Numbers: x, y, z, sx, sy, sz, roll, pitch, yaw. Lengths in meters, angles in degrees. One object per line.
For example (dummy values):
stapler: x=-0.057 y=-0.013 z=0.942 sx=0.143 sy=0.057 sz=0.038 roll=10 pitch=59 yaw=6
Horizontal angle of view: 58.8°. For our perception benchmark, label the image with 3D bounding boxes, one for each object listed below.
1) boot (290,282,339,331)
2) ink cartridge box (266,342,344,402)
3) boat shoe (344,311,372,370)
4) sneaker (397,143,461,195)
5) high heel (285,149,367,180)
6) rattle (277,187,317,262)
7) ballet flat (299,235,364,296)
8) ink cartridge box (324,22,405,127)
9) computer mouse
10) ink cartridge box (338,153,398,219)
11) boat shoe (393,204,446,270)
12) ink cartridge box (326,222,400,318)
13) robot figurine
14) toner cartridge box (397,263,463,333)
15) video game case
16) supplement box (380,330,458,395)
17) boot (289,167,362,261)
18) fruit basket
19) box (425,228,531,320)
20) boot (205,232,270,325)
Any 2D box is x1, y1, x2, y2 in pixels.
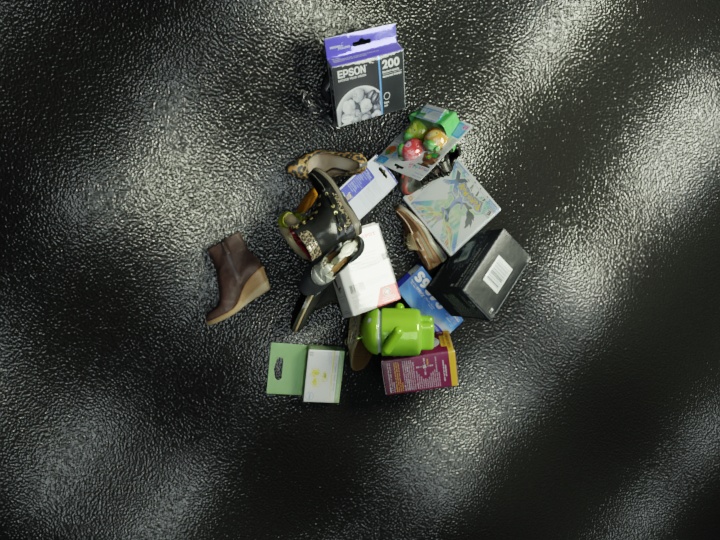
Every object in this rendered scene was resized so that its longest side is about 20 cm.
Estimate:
boot: x=-0.089 y=0.087 z=1.671 sx=0.136 sy=0.077 sz=0.204 roll=26 pitch=96 yaw=-20
ink cartridge box: x=-0.147 y=0.273 z=1.708 sx=0.193 sy=0.048 sz=0.151 roll=5 pitch=101 yaw=-15
boat shoe: x=0.000 y=0.166 z=1.715 sx=0.072 sy=0.062 sz=0.207 roll=0 pitch=105 yaw=-38
sneaker: x=0.181 y=-0.264 z=1.629 sx=0.200 sy=0.098 sz=0.071 roll=-44 pitch=132 yaw=-5
high heel: x=-0.083 y=-0.257 z=1.563 sx=0.193 sy=0.143 sz=0.074 roll=-9 pitch=103 yaw=-10
rattle: x=-0.107 y=-0.081 z=1.608 sx=0.200 sy=0.131 sz=0.142 roll=45 pitch=51 yaw=9
ballet flat: x=-0.067 y=-0.018 z=1.524 sx=0.199 sy=0.073 sz=0.074 roll=-40 pitch=107 yaw=-13
ink cartridge box: x=0.016 y=-0.471 z=1.544 sx=0.193 sy=0.043 sz=0.205 roll=-20 pitch=124 yaw=-18
computer mouse: x=-0.054 y=-0.466 z=1.574 sx=0.137 sy=0.053 sz=0.202 roll=30 pitch=101 yaw=-32
ink cartridge box: x=-0.005 y=-0.196 z=1.647 sx=0.199 sy=0.039 sz=0.100 roll=-41 pitch=106 yaw=0
boat shoe: x=0.147 y=-0.084 z=1.684 sx=0.071 sy=0.076 sz=0.201 roll=-39 pitch=104 yaw=1
ink cartridge box: x=0.000 y=0.000 z=1.624 sx=0.143 sy=0.083 sz=0.206 roll=-17 pitch=88 yaw=-22
robot figurine: x=0.089 y=0.156 z=1.617 sx=0.193 sy=0.176 sz=0.119 roll=0 pitch=112 yaw=5
toner cartridge box: x=0.186 y=0.089 z=1.741 sx=0.095 sy=0.043 sz=0.201 roll=-40 pitch=106 yaw=1
video game case: x=0.238 y=-0.173 z=1.672 sx=0.181 sy=0.022 sz=0.201 roll=-40 pitch=83 yaw=-1
supplement box: x=0.153 y=0.243 z=1.696 sx=0.193 sy=0.131 sz=0.106 roll=-9 pitch=110 yaw=2
boot: x=-0.104 y=-0.133 z=1.511 sx=0.149 sy=0.073 sz=0.202 roll=-33 pitch=79 yaw=-14
fruit basket: x=0.148 y=-0.317 z=1.566 sx=0.199 sy=0.184 sz=0.095 roll=-41 pitch=132 yaw=-16
box: x=0.299 y=0.010 z=1.645 sx=0.117 sy=0.199 sz=0.199 roll=41 pitch=75 yaw=-16
boot: x=-0.342 y=0.023 z=1.618 sx=0.197 sy=0.072 sz=0.169 roll=-33 pitch=94 yaw=-2
